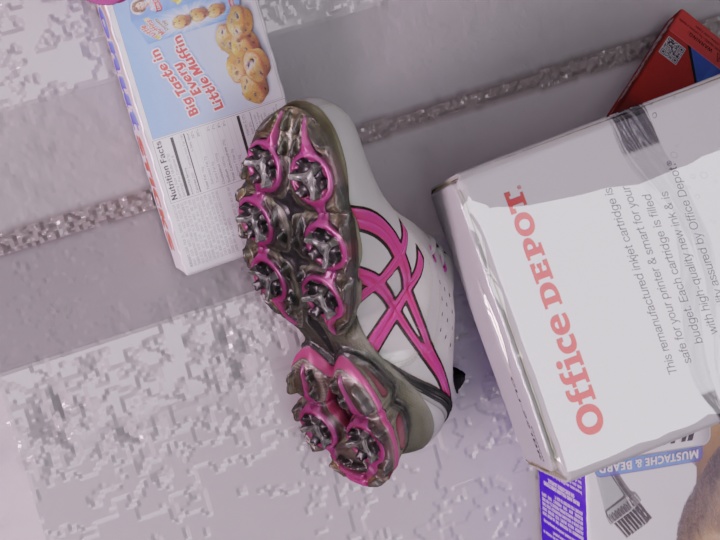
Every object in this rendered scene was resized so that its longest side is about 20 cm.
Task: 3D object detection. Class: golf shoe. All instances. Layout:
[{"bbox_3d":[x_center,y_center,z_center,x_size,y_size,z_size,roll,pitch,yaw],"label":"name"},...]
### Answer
[{"bbox_3d":[0.000,0.000,0.816,0.092,0.072,0.201,-39,132,-34],"label":"golf shoe"}]

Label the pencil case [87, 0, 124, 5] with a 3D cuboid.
[{"bbox_3d":[-0.087,-0.214,0.740,0.201,0.093,0.091,-57,131,-18],"label":"pencil case"}]

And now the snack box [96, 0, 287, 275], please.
[{"bbox_3d":[-0.079,-0.104,0.807,0.071,0.024,0.201,-19,104,-14],"label":"snack box"}]

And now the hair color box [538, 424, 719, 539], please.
[{"bbox_3d":[0.152,0.107,0.900,0.108,0.065,0.202,-8,102,-19],"label":"hair color box"}]

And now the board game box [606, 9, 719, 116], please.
[{"bbox_3d":[0.213,-0.032,0.878,0.200,0.019,0.103,37,68,-4],"label":"board game box"}]

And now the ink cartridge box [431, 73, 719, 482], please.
[{"bbox_3d":[0.149,-0.006,0.803,0.199,0.084,0.145,-20,90,-8],"label":"ink cartridge box"}]
